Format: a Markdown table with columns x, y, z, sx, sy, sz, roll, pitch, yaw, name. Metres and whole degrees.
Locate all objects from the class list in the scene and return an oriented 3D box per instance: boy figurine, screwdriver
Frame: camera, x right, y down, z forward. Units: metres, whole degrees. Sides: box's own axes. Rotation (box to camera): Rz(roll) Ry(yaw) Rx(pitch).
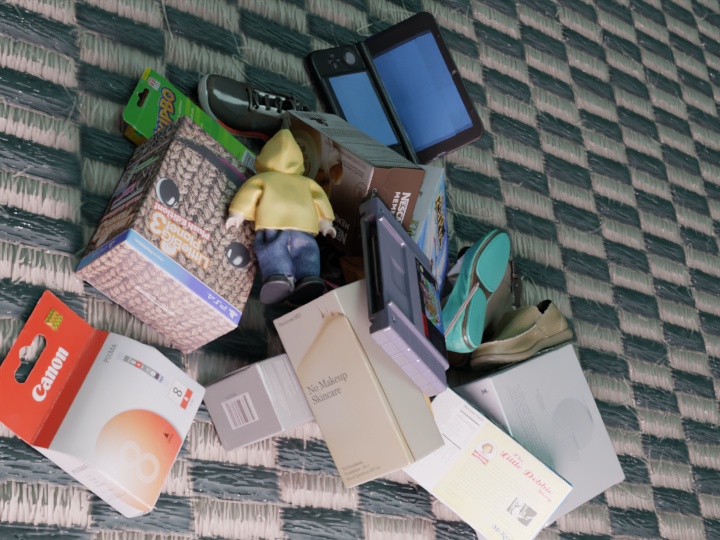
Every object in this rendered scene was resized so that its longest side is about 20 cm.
| x | y | z | sx | sy | sz | roll | pitch | yaw | name |
| --- | --- | --- | --- | --- | --- | --- | --- | --- | --- |
| -0.091 | -0.064 | 1.453 | 0.124 | 0.064 | 0.200 | -1 | 64 | -17 | boy figurine |
| 0.095 | 0.100 | 1.654 | 0.028 | 0.029 | 0.200 | 32 | 85 | 4 | screwdriver |

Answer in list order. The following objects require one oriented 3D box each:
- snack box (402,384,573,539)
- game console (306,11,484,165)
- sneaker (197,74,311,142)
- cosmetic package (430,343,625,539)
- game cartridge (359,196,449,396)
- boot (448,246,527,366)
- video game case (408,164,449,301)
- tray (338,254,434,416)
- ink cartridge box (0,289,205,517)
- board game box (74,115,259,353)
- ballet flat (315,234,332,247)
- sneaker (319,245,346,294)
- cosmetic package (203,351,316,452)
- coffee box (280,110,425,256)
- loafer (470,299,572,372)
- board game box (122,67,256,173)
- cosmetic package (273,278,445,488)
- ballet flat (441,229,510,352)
| x | y | z | sx | sy | sz | roll | pitch | yaw | name |
| --- | --- | --- | --- | --- | --- | --- | --- | --- | --- |
| 0.146 | 0.246 | 1.601 | 0.200 | 0.116 | 0.037 | 39 | 2 | 6 | snack box |
| 0.048 | -0.240 | 1.803 | 0.171 | 0.118 | 0.200 | -20 | 84 | -50 | game console |
| -0.111 | -0.204 | 1.643 | 0.200 | 0.082 | 0.077 | 22 | 55 | -38 | sneaker |
| 0.218 | 0.225 | 1.727 | 0.200 | 0.123 | 0.200 | -14 | 81 | -50 | cosmetic package |
| 0.048 | 0.027 | 1.431 | 0.130 | 0.038 | 0.200 | 43 | 28 | -37 | game cartridge |
| 0.182 | 0.063 | 1.826 | 0.146 | 0.070 | 0.200 | 34 | 57 | -43 | boot |
| 0.071 | -0.001 | 1.668 | 0.200 | 0.045 | 0.181 | 83 | 20 | -46 | video game case |
| 0.030 | 0.081 | 1.557 | 0.037 | 0.099 | 0.200 | -20 | 109 | -16 | tray |
| -0.265 | 0.129 | 1.331 | 0.200 | 0.050 | 0.162 | 45 | 43 | -25 | ink cartridge box |
| -0.196 | -0.041 | 1.456 | 0.159 | 0.097 | 0.200 | 39 | 46 | -25 | board game box |
| -0.034 | -0.055 | 1.661 | 0.200 | 0.067 | 0.046 | -14 | 88 | -43 | ballet flat |
| 0.000 | 0.000 | 1.647 | 0.200 | 0.086 | 0.080 | -14 | 81 | -49 | sneaker |
| -0.069 | 0.132 | 1.491 | 0.200 | 0.107 | 0.090 | -20 | 85 | -51 | cosmetic package |
| -0.023 | -0.105 | 1.569 | 0.080 | 0.115 | 0.200 | 1 | 24 | -37 | coffee box |
| 0.208 | 0.087 | 1.758 | 0.200 | 0.076 | 0.068 | -15 | 84 | -51 | loafer |
| -0.199 | -0.148 | 1.565 | 0.200 | 0.030 | 0.096 | 42 | 44 | -27 | board game box |
| -0.002 | 0.120 | 1.408 | 0.073 | 0.103 | 0.200 | -20 | 83 | -51 | cosmetic package |
| 0.140 | 0.024 | 1.727 | 0.067 | 0.070 | 0.200 | 56 | 43 | -37 | ballet flat |
